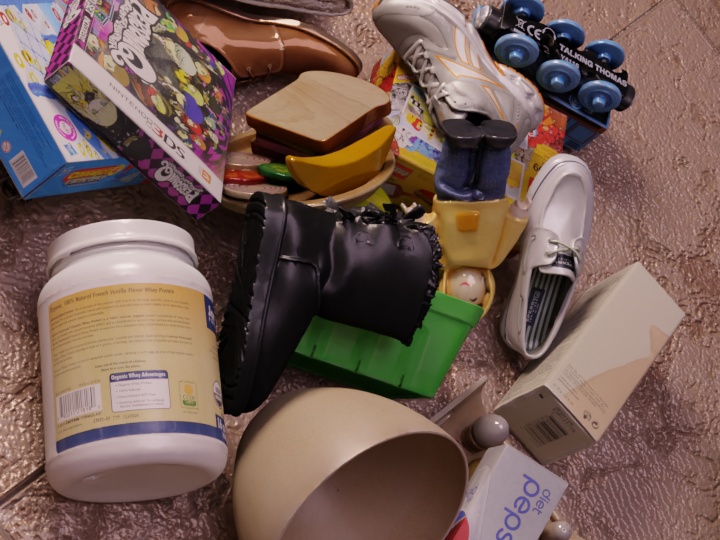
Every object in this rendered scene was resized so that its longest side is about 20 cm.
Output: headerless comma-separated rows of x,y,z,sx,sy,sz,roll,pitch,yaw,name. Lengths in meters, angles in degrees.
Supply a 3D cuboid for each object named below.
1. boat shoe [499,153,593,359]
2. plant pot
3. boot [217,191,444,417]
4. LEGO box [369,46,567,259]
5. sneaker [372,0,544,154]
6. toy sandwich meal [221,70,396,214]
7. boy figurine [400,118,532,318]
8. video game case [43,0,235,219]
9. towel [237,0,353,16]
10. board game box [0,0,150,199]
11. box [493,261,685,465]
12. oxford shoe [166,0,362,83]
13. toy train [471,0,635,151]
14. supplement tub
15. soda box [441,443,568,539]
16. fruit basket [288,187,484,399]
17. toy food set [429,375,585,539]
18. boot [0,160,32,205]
0.190,-0.009,1.405,0.073,0.067,0.201,6,105,-15,boat shoe
-0.029,0.174,1.206,0.200,0.201,0.134,-15,42,-34,plant pot
-0.026,0.032,1.199,0.162,0.073,0.199,10,94,-23,boot
0.098,-0.125,1.467,0.199,0.077,0.149,24,58,-19,LEGO box
0.085,-0.183,1.395,0.200,0.076,0.092,39,58,-7,sneaker
-0.055,-0.115,1.319,0.205,0.205,0.071,-25,125,-36,toy sandwich meal
0.098,-0.043,1.382,0.124,0.201,0.064,3,23,-7,boy figurine
-0.184,-0.165,1.261,0.181,0.036,0.200,45,27,-29,video game case
-0.115,-0.301,1.416,0.199,0.035,0.133,4,35,-30,towel
-0.257,-0.166,1.238,0.201,0.056,0.196,60,24,6,board game box
0.228,0.090,1.434,0.078,0.095,0.200,47,55,-4,box
-0.096,-0.206,1.402,0.199,0.071,0.072,15,66,-11,oxford shoe
0.192,-0.210,1.538,0.199,0.114,0.087,25,54,-19,toy train
-0.185,0.074,1.168,0.144,0.144,0.201,4,67,-29,supplement tub
0.097,0.252,1.257,0.068,0.063,0.200,34,76,-4,soda box
0.000,0.000,1.322,0.215,0.155,0.217,3,84,-24,fruit basket
0.126,0.214,1.337,0.143,0.060,0.200,-34,87,-37,toy food set
-0.331,-0.128,1.217,0.174,0.069,0.200,53,45,1,boot
